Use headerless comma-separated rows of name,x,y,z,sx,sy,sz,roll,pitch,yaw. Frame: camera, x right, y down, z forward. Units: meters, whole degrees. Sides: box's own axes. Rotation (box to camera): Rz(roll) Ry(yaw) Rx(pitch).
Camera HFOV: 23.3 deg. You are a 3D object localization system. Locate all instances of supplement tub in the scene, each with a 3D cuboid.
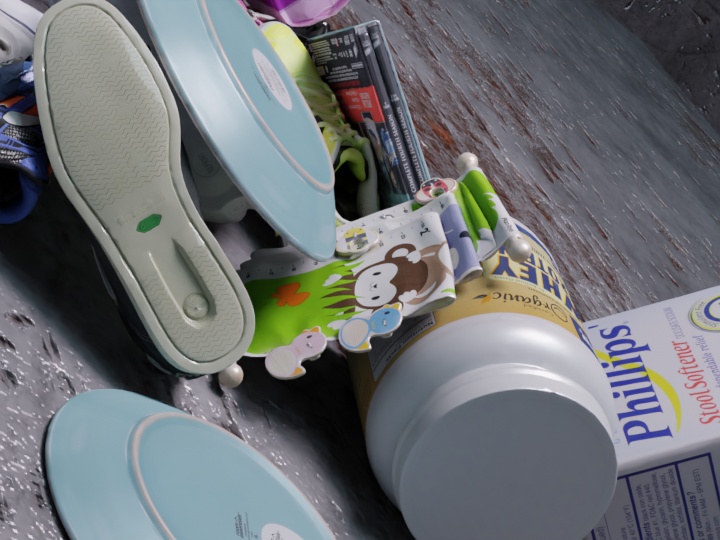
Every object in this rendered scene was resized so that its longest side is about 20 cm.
supplement tub,0.067,0.066,1.019,0.144,0.144,0.200,35,19,-25

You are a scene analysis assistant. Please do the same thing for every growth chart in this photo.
growth chart,0.000,0.000,0.998,0.145,0.198,0.018,-124,-165,-58

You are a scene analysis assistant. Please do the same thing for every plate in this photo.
plate,-0.058,0.123,0.803,0.200,0.026,0.200,39,17,-14
plate,-0.061,-0.098,0.972,0.201,0.025,0.200,55,13,-19

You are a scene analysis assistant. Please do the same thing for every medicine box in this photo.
medicine box,0.227,0.104,1.150,0.183,0.198,0.104,-98,172,-64

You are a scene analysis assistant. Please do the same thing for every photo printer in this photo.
photo printer,-0.120,-0.121,1.071,0.201,0.069,0.166,58,3,-8

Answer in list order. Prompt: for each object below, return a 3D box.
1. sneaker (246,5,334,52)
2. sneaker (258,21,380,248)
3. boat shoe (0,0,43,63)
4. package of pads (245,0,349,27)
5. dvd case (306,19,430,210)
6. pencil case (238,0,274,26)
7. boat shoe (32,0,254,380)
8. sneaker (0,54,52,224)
sneaker,-0.041,-0.164,1.385,0.071,0.098,0.201,26,23,-40
sneaker,-0.025,-0.082,1.163,0.075,0.076,0.202,-2,65,-42
boat shoe,-0.221,-0.125,0.943,0.200,0.071,0.066,49,42,-62
package of pads,-0.068,-0.254,1.315,0.121,0.075,0.200,58,-3,-18
dvd case,0.017,-0.066,1.174,0.146,0.022,0.202,-166,-122,-76
pencil case,-0.122,-0.193,1.281,0.200,0.086,0.083,55,4,38
boat shoe,-0.119,-0.039,0.889,0.202,0.071,0.068,68,-18,-2
sneaker,-0.186,-0.059,0.888,0.079,0.075,0.200,60,25,6
